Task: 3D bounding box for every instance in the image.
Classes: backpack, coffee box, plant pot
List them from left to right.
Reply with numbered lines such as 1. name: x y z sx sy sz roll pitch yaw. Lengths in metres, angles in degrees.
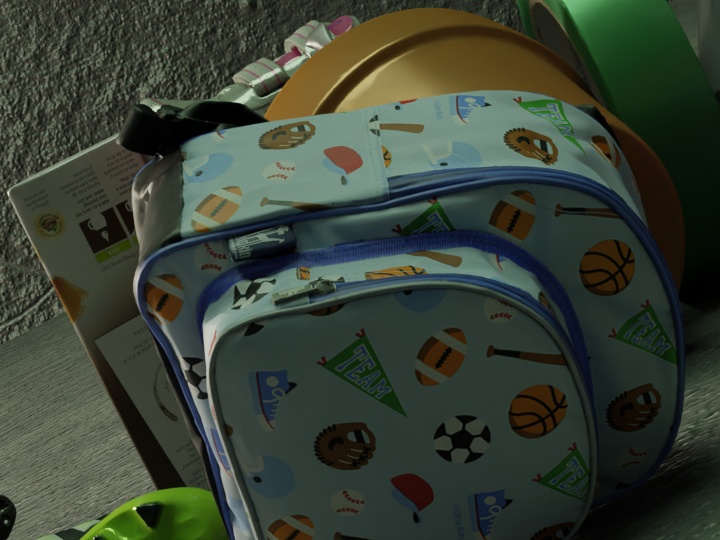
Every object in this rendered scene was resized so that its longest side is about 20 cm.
1. coffee box: -0.113 0.023 1.332 0.080 0.200 0.114 -26 5 4
2. backpack: 0.024 0.024 0.875 0.190 0.200 0.154 -18 37 -2
3. plant pot: 0.059 -0.017 1.113 0.200 0.200 0.140 -27 22 -19

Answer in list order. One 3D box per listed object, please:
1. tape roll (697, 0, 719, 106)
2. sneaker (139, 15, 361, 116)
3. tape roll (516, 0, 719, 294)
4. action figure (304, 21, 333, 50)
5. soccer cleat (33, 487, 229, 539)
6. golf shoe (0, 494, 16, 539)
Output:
1. tape roll: 0.270 -0.114 1.184 0.200 0.066 0.200 0 -6 0
2. sneaker: -0.031 -0.095 1.284 0.200 0.088 0.081 -6 18 -27
3. tape roll: 0.141 -0.086 1.232 0.048 0.201 0.200 -26 6 -2
4. action figure: 0.000 0.000 1.217 0.200 0.193 0.105 -53 13 -17
5. soccer cleat: -0.138 0.149 1.057 0.200 0.068 0.081 -22 -11 18
6. golf shoe: -0.287 0.185 1.335 0.200 0.078 0.094 -27 -11 -35
